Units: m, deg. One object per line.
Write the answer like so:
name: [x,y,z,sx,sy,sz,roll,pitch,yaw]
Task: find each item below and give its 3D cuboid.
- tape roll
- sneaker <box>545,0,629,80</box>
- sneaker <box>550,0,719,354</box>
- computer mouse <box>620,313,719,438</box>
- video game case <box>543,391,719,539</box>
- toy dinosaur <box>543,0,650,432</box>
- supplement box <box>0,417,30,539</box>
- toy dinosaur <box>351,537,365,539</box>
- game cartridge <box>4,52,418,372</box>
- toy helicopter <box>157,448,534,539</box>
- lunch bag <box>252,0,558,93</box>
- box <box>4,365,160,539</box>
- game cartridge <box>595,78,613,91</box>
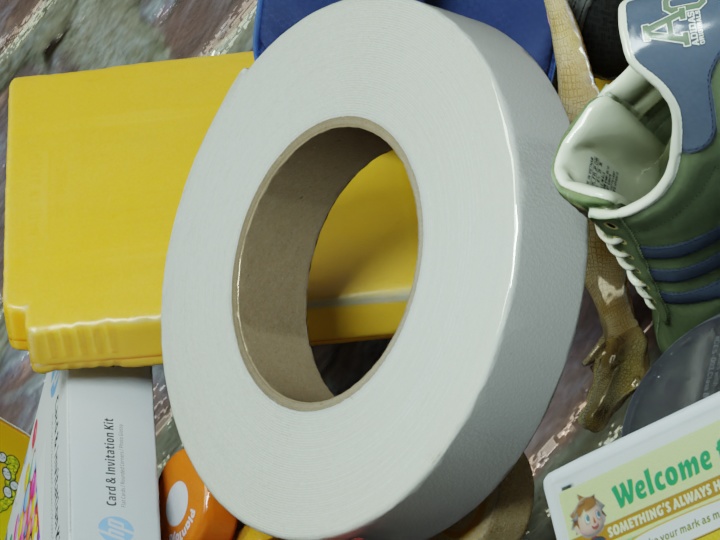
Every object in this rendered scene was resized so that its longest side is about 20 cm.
tape roll: [0.000,0.000,0.992,0.202,0.037,0.204,-16,68,47]
sneaker: [0.147,-0.117,1.004,0.200,0.079,0.096,-36,50,37]
sneaker: [0.105,-0.031,0.911,0.201,0.089,0.067,105,163,-56]
computer mouse: [0.169,0.060,0.864,0.199,0.053,0.139,-1,66,47]
video game case: [0.142,0.115,0.777,0.200,0.022,0.183,-31,66,47]
toy dinosaur: [0.085,-0.036,1.036,0.101,0.058,0.201,138,124,-70]
supplement box: [-0.238,0.158,1.326,0.109,0.109,0.201,-36,35,32]
toy dinosaur: [-0.062,0.154,0.979,0.200,0.105,0.182,34,109,30]
game cartridge: [-0.050,-0.030,1.160,0.199,0.033,0.177,-6,40,0]
toy helicopter: [-0.002,0.117,1.034,0.200,0.079,0.133,-31,52,49]
lunch bag: [0.036,-0.155,1.104,0.133,0.135,0.201,-70,-10,-53]
box: [-0.125,0.137,1.157,0.156,0.041,0.201,-98,22,-50]
game cartridge: [0.166,-0.131,1.080,0.176,0.032,0.201,-14,52,51]
